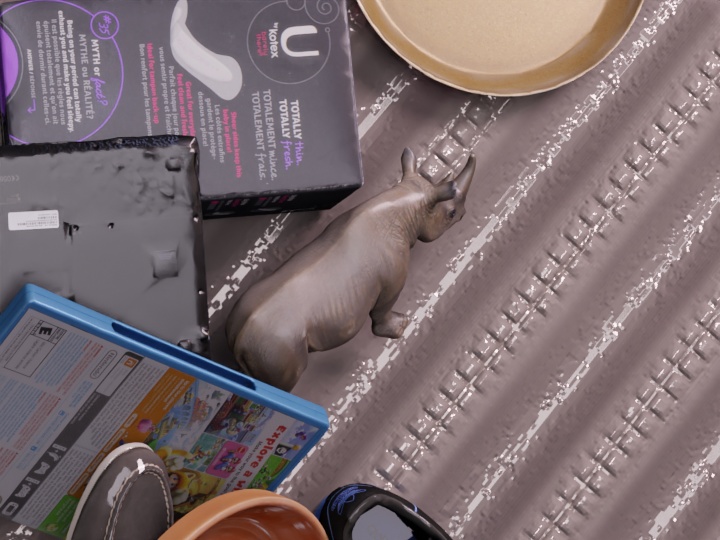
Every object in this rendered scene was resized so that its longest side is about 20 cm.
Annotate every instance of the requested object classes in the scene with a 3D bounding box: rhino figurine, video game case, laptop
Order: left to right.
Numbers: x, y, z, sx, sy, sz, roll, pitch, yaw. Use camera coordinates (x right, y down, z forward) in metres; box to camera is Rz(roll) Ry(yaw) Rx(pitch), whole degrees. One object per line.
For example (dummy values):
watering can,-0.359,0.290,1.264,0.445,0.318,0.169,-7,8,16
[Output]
laptop,-0.177,0.029,1.264,0.176,0.103,0.201,-5,94,-12
video game case,-0.136,0.095,1.245,0.199,0.018,0.143,25,119,-31
rhino figurine,0.000,0.000,1.320,0.200,0.088,0.060,-43,55,-13

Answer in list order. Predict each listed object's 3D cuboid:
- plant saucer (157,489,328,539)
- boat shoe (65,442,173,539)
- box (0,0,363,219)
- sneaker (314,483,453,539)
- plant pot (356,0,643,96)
plant saucer,-0.088,0.215,1.251,0.032,0.200,0.201,20,76,34
boat shoe,-0.134,0.195,1.241,0.067,0.057,0.201,2,111,-48
box,-0.108,-0.092,1.306,0.199,0.106,0.123,-4,85,-11
sneaker,0.050,0.204,1.317,0.200,0.078,0.070,44,77,-3
plant pot,0.082,-0.204,1.398,0.199,0.027,0.201,1,83,-12
